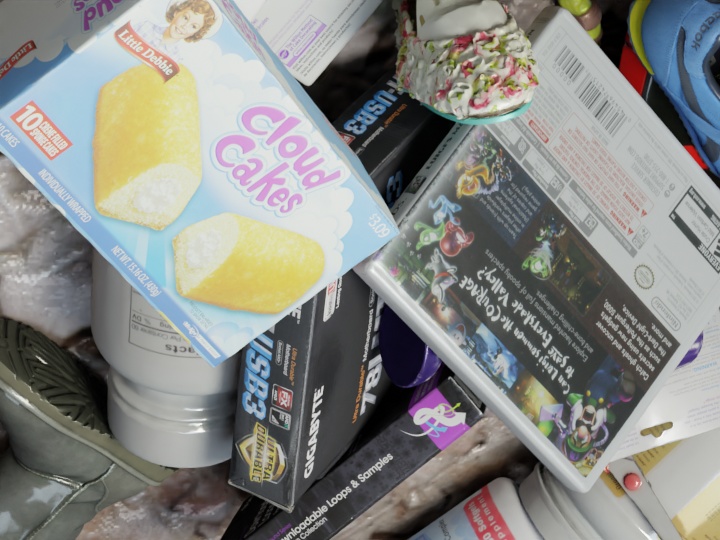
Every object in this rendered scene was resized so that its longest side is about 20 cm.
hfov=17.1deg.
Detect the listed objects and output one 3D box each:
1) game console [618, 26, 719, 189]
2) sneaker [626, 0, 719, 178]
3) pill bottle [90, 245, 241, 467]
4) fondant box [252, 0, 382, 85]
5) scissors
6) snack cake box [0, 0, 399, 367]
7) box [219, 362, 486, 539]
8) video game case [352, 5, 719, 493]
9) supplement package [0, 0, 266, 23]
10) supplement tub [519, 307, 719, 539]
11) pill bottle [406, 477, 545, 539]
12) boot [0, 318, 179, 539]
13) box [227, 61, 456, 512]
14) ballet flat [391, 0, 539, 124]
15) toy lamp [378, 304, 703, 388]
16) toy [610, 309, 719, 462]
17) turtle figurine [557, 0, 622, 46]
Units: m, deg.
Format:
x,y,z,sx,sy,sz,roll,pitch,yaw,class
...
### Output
x,y,z,sx,sy,sz,roll,pitch,yaw,class
0.228,-0.077,1.399,0.198,0.031,0.178,-3,117,-28,game console
0.221,-0.084,1.324,0.066,0.078,0.200,-47,130,-2,sneaker
-0.093,0.005,1.335,0.113,0.115,0.201,-7,127,-18,pill bottle
-0.058,-0.204,1.232,0.199,0.058,0.144,30,110,-38,fondant box
0.163,0.114,1.460,0.073,0.200,0.014,-51,160,11,scissors
-0.081,-0.059,1.095,0.115,0.067,0.200,-35,134,6,snack cake box
-0.003,0.114,1.433,0.200,0.143,0.036,-41,94,15,box
0.111,-0.009,1.305,0.200,0.023,0.182,45,74,-28,video game case
-0.108,-0.172,1.119,0.121,0.120,0.200,23,115,-36,supplement package
0.213,0.113,1.526,0.200,0.145,0.144,-44,129,13,supplement tub
0.044,0.232,1.567,0.199,0.109,0.109,-35,131,4,pill bottle
-0.226,0.137,1.417,0.199,0.073,0.182,-36,129,14,boot
0.000,0.000,1.338,0.199,0.049,0.201,-47,151,-49,box
0.046,-0.129,1.252,0.075,0.200,0.064,-14,109,-4,ballet flat
0.106,0.038,1.354,0.199,0.058,0.059,0,125,-29,toy lamp
0.150,0.006,1.434,0.114,0.047,0.202,-15,98,-17,toy
0.135,-0.191,1.319,0.160,0.065,0.201,-22,130,-6,turtle figurine
